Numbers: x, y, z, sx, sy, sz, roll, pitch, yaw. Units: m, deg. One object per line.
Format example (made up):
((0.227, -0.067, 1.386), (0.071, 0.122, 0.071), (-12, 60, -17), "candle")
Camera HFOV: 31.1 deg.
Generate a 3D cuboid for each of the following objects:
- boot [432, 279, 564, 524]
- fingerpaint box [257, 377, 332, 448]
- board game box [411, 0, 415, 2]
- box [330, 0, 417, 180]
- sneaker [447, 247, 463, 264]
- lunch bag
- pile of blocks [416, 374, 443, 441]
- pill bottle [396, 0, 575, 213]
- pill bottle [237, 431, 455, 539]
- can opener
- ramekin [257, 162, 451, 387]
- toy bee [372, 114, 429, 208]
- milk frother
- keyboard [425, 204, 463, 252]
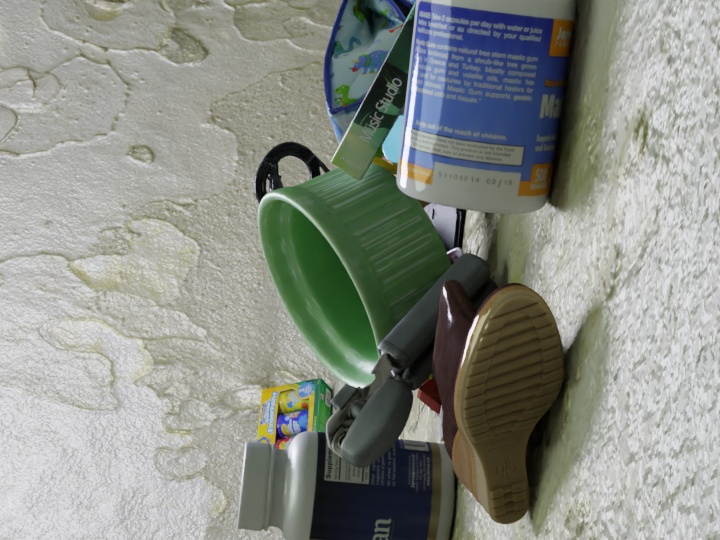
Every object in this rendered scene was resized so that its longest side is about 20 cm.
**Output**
((0.078, 0.056, 0.896), (0.167, 0.072, 0.202), (-111, 16, -52), "boot")
((-0.158, 0.370, 3.080), (0.073, 0.165, 0.202), (49, -143, -48), "fingerpaint box")
((0.081, -0.321, 1.656), (0.152, 0.044, 0.202), (-96, 12, -66), "board game box")
((0.046, -0.189, 1.093), (0.201, 0.036, 0.145), (-61, 1, 41), "box")
((0.047, -0.009, 1.304), (0.201, 0.071, 0.113), (59, 152, 35), "sneaker")
((0.031, -0.197, 1.406), (0.171, 0.126, 0.201), (69, -170, -49), "lunch bag")
((0.078, 0.087, 1.076), (0.200, 0.061, 0.083), (-116, 32, -81), "pile of blocks")
((0.089, -0.148, 0.898), (0.112, 0.111, 0.202), (-102, 18, -76), "pill bottle")
((-0.015, 0.213, 1.234), (0.111, 0.198, 0.112), (-175, 90, -86), "pill bottle")
((0.049, 0.076, 1.030), (0.200, 0.067, 0.054), (-47, -43, -17), "can opener")
((0.000, 0.000, 1.169), (0.200, 0.097, 0.201), (47, 154, 31), "ramekin")
((0.066, -0.100, 1.196), (0.109, 0.130, 0.201), (63, 146, 33), "toy bee")
((-0.024, -0.122, 1.644), (0.182, 0.198, 0.188), (64, 167, 13), "milk frother")
((0.083, 0.023, 1.368), (0.104, 0.039, 0.202), (24, 109, 61), "keyboard")
